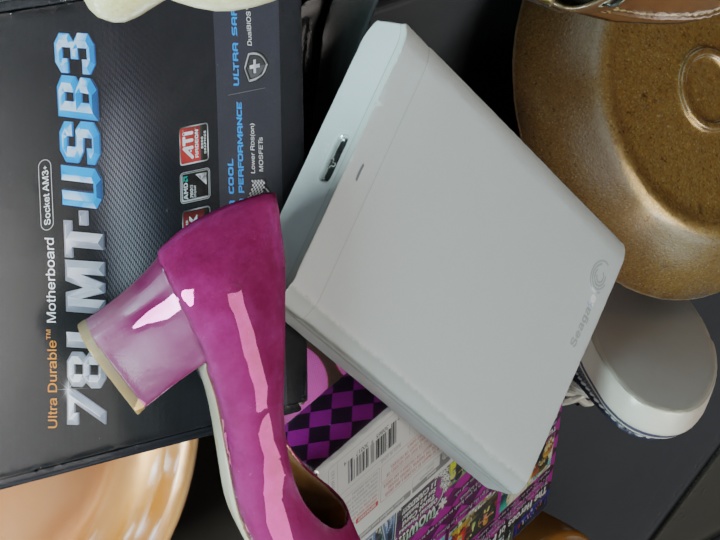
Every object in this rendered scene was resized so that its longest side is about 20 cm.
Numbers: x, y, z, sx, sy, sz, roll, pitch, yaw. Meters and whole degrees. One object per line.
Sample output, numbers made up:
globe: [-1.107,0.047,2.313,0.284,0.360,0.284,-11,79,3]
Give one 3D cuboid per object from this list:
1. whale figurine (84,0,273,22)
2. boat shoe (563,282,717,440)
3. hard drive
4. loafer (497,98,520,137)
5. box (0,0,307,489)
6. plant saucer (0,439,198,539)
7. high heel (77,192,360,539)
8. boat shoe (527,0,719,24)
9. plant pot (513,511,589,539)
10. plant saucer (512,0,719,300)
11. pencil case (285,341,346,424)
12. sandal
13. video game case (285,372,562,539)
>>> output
whale figurine: [-0.091,-0.170,1.056,0.198,0.104,0.160,1,129,-1]
boat shoe: [0.123,0.045,1.449,0.074,0.200,0.093,13,121,-14]
hard drive: [0.039,-0.002,1.258,0.200,0.026,0.133,41,68,-45]
loafer: [0.094,-0.073,1.417,0.200,0.072,0.073,-36,127,-37]
box: [-0.112,-0.022,1.156,0.198,0.050,0.202,-13,111,-38]
plant saucer: [-0.158,0.070,1.199,0.199,0.037,0.202,-9,104,-37]
high heel: [-0.024,0.060,1.169,0.096,0.067,0.200,-36,116,4]
boat shoe: [0.101,-0.143,1.293,0.199,0.068,0.072,9,115,-29]
plant pot: [0.114,0.252,1.576,0.200,0.182,0.201,-40,143,-39]
plant saucer: [0.161,-0.087,1.404,0.199,0.035,0.202,6,80,-37]
pencil case: [0.000,0.000,1.340,0.093,0.091,0.201,5,123,-13]
sandal: [-0.029,-0.105,1.242,0.048,0.075,0.202,15,109,-19]
video game case: [0.027,0.098,1.357,0.200,0.036,0.182,-39,146,-36]
